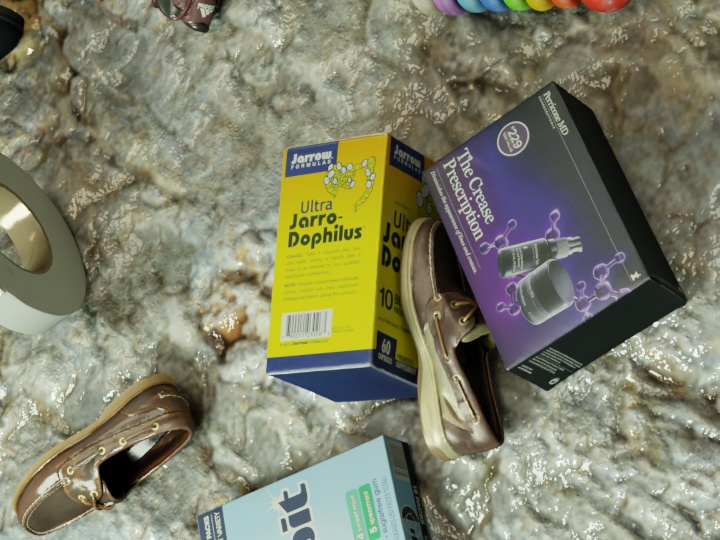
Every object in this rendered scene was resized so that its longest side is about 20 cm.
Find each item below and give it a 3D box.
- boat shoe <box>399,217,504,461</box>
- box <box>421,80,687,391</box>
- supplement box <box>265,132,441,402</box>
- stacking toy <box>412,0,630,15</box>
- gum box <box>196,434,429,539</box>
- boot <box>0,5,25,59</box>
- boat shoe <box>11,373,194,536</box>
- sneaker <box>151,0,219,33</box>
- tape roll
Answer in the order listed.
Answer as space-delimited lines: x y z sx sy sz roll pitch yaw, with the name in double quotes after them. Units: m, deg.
0.083 0.051 1.645 0.072 0.072 0.201 -13 76 34 "boat shoe"
0.153 -0.028 1.629 0.141 0.079 0.200 -33 59 18 "box"
0.000 0.000 1.700 0.109 0.109 0.201 -7 71 32 "supplement box"
0.143 -0.251 1.716 0.199 0.085 0.086 11 80 29 "stacking toy"
-0.035 0.252 1.681 0.200 0.045 0.171 -25 62 26 "gum box"
-0.425 -0.170 2.061 0.200 0.076 0.169 -14 63 37 "boot"
-0.233 0.178 1.822 0.200 0.070 0.070 -42 52 15 "boat shoe"
-0.127 -0.285 1.912 0.200 0.076 0.116 -5 76 44 "sneaker"
-0.337 -0.032 1.881 0.037 0.203 0.203 -34 59 20 "tape roll"
